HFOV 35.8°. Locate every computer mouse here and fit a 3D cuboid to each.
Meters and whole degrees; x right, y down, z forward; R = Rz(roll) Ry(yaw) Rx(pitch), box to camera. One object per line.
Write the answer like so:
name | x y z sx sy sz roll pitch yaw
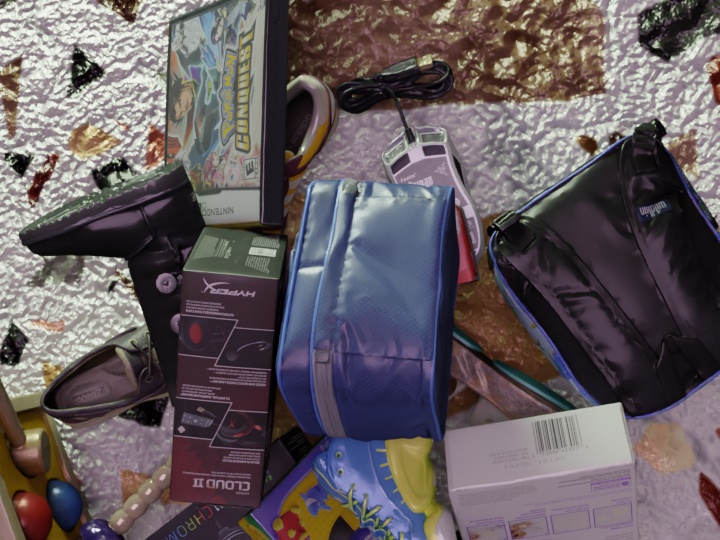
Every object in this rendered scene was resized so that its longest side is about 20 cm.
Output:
computer mouse | 0.056 -0.089 1.012 0.108 0.044 0.203 -18 87 10

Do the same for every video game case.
video game case | -0.123 -0.137 0.989 0.025 0.180 0.203 2 89 -37

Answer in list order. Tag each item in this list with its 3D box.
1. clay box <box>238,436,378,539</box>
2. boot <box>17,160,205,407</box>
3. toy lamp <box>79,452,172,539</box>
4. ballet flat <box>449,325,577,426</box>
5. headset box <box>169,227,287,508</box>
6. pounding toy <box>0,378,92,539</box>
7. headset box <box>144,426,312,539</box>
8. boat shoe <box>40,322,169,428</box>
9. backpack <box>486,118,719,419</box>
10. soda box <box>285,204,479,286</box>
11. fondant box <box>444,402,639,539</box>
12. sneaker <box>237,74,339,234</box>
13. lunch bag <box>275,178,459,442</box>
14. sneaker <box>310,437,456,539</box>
clay box | 0.008 0.239 0.918 0.200 0.048 0.115 47 60 2
boot | -0.188 0.027 0.978 0.163 0.066 0.202 -18 108 10
toy lamp | -0.171 0.178 1.022 0.058 0.058 0.200 41 84 7
ballet flat | 0.102 0.099 0.995 0.199 0.068 0.068 35 97 17
headset box | -0.103 0.081 0.885 0.074 0.149 0.203 5 105 -3
pounding toy | -0.322 0.178 0.987 0.140 0.184 0.202 -23 85 6
headset box | -0.074 0.275 0.996 0.173 0.093 0.201 -36 85 6
boat shoe | -0.205 0.089 1.033 0.198 0.065 0.073 -25 84 6
backpack | 0.221 0.014 0.935 0.182 0.147 0.201 -33 80 3
soda box | 0.000 0.000 0.970 0.197 0.063 0.071 -15 88 11
fondant box | 0.153 0.197 0.920 0.142 0.201 0.059 -10 47 7
sneaker | -0.088 -0.085 1.009 0.074 0.090 0.202 26 92 8
lunch bag | 0.004 0.023 0.850 0.130 0.136 0.203 2 60 9
sneaker | 0.016 0.185 0.885 0.103 0.076 0.203 -6 66 -7
